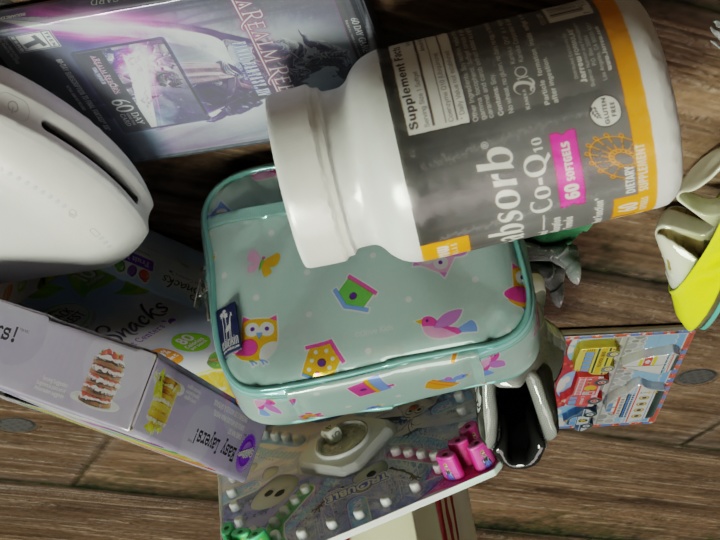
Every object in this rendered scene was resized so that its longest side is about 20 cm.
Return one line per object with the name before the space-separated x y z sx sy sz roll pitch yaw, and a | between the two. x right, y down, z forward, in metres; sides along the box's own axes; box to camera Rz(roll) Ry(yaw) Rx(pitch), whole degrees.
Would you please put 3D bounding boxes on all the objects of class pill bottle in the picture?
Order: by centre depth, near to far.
pill bottle | 0.058 -0.068 0.757 0.200 0.117 0.116 -13 152 3

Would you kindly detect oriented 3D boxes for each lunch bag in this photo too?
lunch bag | 0.000 0.000 0.869 0.199 0.161 0.077 -11 157 4

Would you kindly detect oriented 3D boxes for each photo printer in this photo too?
photo printer | -0.230 -0.050 0.820 0.200 0.070 0.166 -7 153 26

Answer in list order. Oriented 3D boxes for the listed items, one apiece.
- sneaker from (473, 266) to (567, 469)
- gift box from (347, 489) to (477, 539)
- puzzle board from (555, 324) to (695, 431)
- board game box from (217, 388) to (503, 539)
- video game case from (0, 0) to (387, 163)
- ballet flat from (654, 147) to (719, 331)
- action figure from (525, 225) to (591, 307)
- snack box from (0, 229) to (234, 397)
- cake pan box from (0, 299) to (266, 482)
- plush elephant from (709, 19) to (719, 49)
sneaker | 0.101 0.082 0.968 0.075 0.116 0.200 -8 157 11
gift box | -0.004 0.208 1.244 0.184 0.187 0.200 -13 170 15
puzzle board | 0.189 0.097 1.219 0.150 0.017 0.200 -2 153 0
board game box | -0.013 0.120 1.032 0.200 0.200 0.026 -23 115 3
video game case | -0.085 -0.111 0.795 0.199 0.019 0.143 -7 152 11
ballet flat | 0.230 -0.030 0.941 0.067 0.067 0.200 21 148 1
action figure | 0.044 -0.010 0.967 0.199 0.055 0.118 5 155 -6
snack box | -0.148 0.036 1.021 0.200 0.053 0.142 26 140 -34
cake pan box | -0.177 0.064 0.880 0.200 0.052 0.184 16 166 19
plush elephant | 0.291 -0.071 0.747 0.155 0.165 0.200 3 141 53
